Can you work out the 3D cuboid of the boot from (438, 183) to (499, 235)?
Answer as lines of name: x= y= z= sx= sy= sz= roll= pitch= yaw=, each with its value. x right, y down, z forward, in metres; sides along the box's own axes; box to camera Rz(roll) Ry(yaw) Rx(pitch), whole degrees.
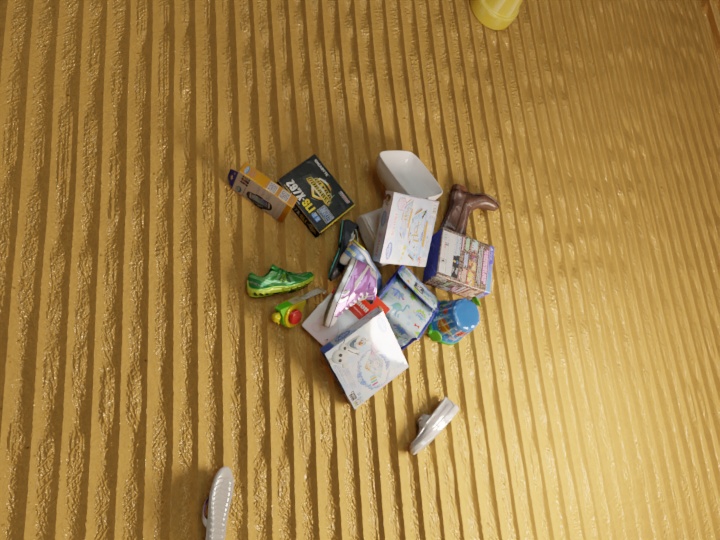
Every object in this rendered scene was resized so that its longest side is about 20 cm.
boot: x=0.360 y=-0.168 z=1.914 sx=0.183 sy=0.064 sz=0.203 roll=19 pitch=63 yaw=-2

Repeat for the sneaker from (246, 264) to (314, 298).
sneaker: x=-0.219 y=0.021 z=1.600 sx=0.196 sy=0.074 sz=0.085 roll=-8 pitch=81 yaw=-25

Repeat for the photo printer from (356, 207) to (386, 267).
photo printer: x=0.100 y=-0.118 z=1.776 sx=0.198 sy=0.069 sz=0.169 roll=-23 pitch=84 yaw=-34

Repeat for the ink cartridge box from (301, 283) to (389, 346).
ink cartridge box: x=-0.041 y=0.131 z=1.600 sx=0.162 sy=0.057 sz=0.200 roll=43 pitch=104 yaw=-5

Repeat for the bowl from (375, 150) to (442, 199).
bowl: x=0.144 y=-0.280 z=1.814 sx=0.198 sy=0.075 sz=0.201 roll=-14 pitch=61 yaw=-47

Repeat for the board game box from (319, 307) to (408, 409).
board game box: x=0.014 y=0.240 z=1.582 sx=0.197 sy=0.043 sz=0.203 roll=-33 pitch=116 yaw=-16

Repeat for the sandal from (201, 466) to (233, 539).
sandal: x=-0.352 y=0.575 z=1.380 sx=0.049 sy=0.082 sz=0.207 roll=-2 pitch=71 yaw=21

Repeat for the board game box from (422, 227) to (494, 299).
board game box: x=0.311 y=-0.017 z=1.827 sx=0.196 sy=0.097 sz=0.163 roll=19 pitch=67 yaw=-17

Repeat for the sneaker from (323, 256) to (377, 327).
sneaker: x=-0.019 y=0.077 z=1.558 sx=0.113 sy=0.073 sz=0.203 roll=28 pitch=84 yaw=-9

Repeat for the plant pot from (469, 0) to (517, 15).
plant pot: x=0.547 y=-1.065 z=2.207 sx=0.197 sy=0.189 sz=0.205 roll=7 pitch=72 yaw=-20

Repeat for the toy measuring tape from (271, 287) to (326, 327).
toy measuring tape: x=-0.171 y=0.109 z=1.609 sx=0.198 sy=0.073 sz=0.075 roll=-24 pitch=84 yaw=-45

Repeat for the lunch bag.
lunch bag: x=0.134 y=0.099 z=1.706 sx=0.170 sy=0.127 sz=0.200 roll=44 pitch=51 yaw=-2

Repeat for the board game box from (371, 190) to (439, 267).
board game box: x=0.134 y=-0.118 z=1.688 sx=0.197 sy=0.041 sz=0.205 roll=5 pitch=100 yaw=-43

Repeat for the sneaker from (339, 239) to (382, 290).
sneaker: x=0.000 y=0.000 z=1.669 sx=0.082 sy=0.074 sz=0.201 roll=-44 pitch=134 yaw=-11

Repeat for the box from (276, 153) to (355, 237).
box: x=-0.135 y=-0.224 z=1.729 sx=0.159 sy=0.049 sz=0.201 roll=-40 pitch=92 yaw=-26

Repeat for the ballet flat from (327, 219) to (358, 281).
ballet flat: x=-0.043 y=-0.057 z=1.701 sx=0.072 sy=0.073 sz=0.204 roll=20 pitch=65 yaw=-16

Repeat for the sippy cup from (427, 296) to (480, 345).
sippy cup: x=0.290 y=0.146 z=1.749 sx=0.137 sy=0.130 sz=0.181 roll=23 pitch=66 yaw=-15

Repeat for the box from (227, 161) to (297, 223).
box: x=-0.280 y=-0.223 z=1.625 sx=0.198 sy=0.119 sz=0.042 roll=36 pitch=63 yaw=-9

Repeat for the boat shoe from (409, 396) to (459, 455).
boat shoe: x=0.200 y=0.441 z=1.657 sx=0.199 sy=0.072 sz=0.068 roll=-40 pitch=70 yaw=-21
